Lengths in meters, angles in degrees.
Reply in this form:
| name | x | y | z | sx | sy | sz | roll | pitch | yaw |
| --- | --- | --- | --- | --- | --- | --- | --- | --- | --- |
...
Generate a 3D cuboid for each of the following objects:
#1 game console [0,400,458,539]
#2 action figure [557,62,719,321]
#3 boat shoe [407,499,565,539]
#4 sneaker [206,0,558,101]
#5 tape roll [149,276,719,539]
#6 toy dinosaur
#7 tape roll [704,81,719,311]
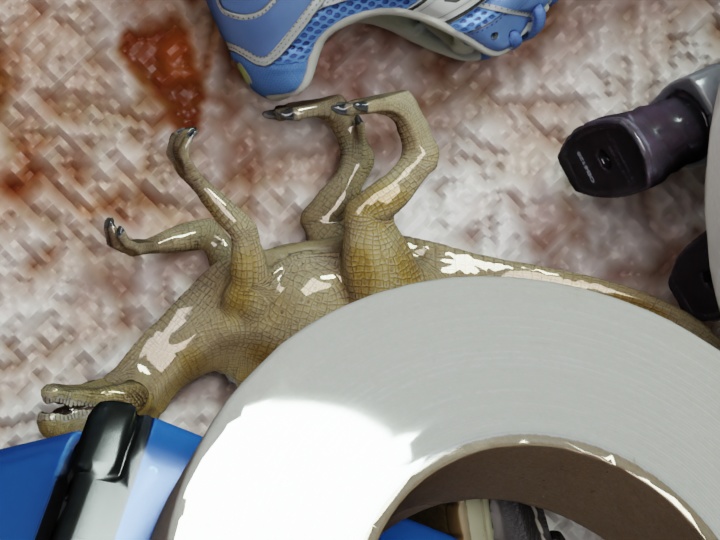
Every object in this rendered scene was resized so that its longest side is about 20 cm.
| name | x | y | z | sx | sy | sz | roll | pitch | yaw |
| --- | --- | --- | --- | --- | --- | --- | --- | --- | --- |
| game console | -0.078 | 0.147 | 0.743 | 0.170 | 0.118 | 0.200 | 23 | 57 | -8 |
| action figure | 0.163 | -0.063 | 0.876 | 0.200 | 0.069 | 0.130 | -29 | 79 | -21 |
| boat shoe | 0.039 | 0.106 | 0.819 | 0.065 | 0.073 | 0.201 | -11 | 99 | -29 |
| sneaker | 0.045 | -0.104 | 0.864 | 0.200 | 0.076 | 0.077 | -12 | 93 | -5 |
| tape roll | 0.043 | 0.097 | 0.722 | 0.202 | 0.037 | 0.203 | 9 | 59 | -15 |
| toy dinosaur | 0.000 | 0.000 | 0.850 | 0.200 | 0.058 | 0.101 | -10 | 97 | -7 |
| tape roll | 0.212 | -0.021 | 0.781 | 0.202 | 0.139 | 0.203 | -1 | 92 | -28 |
